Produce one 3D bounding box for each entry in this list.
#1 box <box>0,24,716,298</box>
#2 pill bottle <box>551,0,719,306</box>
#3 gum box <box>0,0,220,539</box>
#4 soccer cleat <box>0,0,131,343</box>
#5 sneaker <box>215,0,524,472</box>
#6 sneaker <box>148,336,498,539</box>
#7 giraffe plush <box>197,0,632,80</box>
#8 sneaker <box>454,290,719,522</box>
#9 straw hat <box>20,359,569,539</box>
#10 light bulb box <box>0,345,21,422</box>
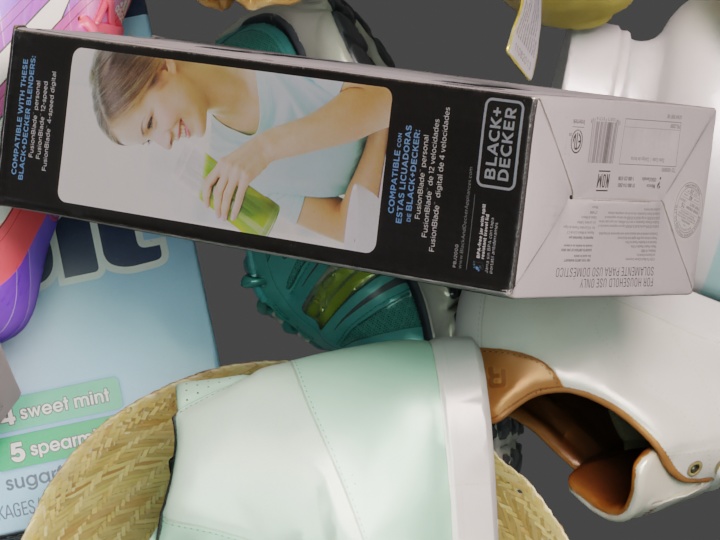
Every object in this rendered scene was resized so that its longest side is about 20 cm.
[{"bbox_3d":[-0.003,-0.036,0.936,0.200,0.117,0.060,10,96,33],"label":"box"},{"bbox_3d":[0.163,-0.033,1.025,0.200,0.111,0.111,12,82,0],"label":"pill bottle"},{"bbox_3d":[-0.143,-0.003,1.045,0.170,0.045,0.200,-12,84,-4],"label":"gum box"},{"bbox_3d":[-0.111,-0.073,1.003,0.073,0.068,0.200,0,79,-7],"label":"soccer cleat"},{"bbox_3d":[0.000,0.000,1.046,0.080,0.077,0.200,-27,79,14],"label":"sneaker"},{"bbox_3d":[-0.013,0.125,0.927,0.118,0.074,0.201,-5,82,-1],"label":"sneaker"},{"bbox_3d":[-0.004,-0.142,0.971,0.162,0.173,0.200,0,46,22],"label":"giraffe plush"},{"bbox_3d":[0.117,0.056,1.010,0.200,0.073,0.085,19,67,-19],"label":"sneaker"},{"bbox_3d":[-0.017,0.126,1.009,0.201,0.085,0.201,0,91,5],"label":"straw hat"},{"bbox_3d":[-0.247,0.049,0.932,0.200,0.125,0.198,30,73,12],"label":"light bulb box"}]
